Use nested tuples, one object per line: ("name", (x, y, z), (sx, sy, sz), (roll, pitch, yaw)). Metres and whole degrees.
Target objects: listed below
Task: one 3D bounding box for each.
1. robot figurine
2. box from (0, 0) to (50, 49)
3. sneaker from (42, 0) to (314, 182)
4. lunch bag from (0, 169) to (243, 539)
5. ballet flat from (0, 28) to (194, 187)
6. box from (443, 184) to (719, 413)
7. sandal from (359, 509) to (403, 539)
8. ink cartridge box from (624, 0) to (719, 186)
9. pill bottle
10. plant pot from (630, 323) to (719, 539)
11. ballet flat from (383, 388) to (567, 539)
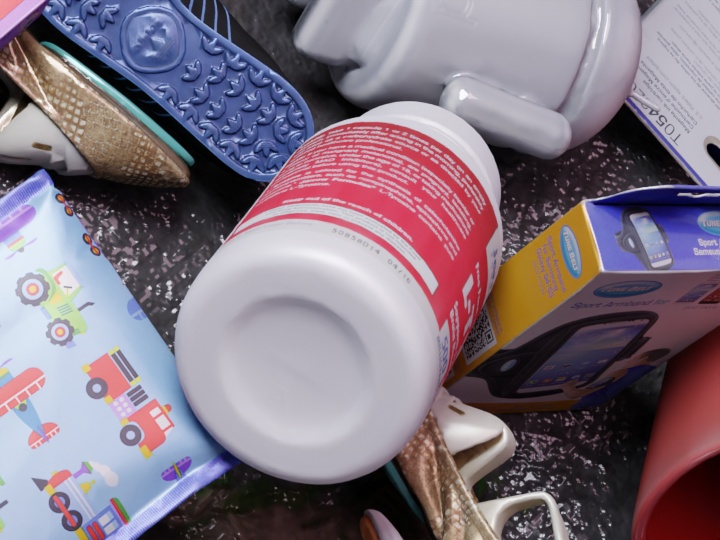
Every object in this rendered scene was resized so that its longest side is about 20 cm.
("robot figurine", (0.061, -0.125, 1.229), (0.199, 0.113, 0.170), (13, 45, -26))
("box", (-0.248, -0.105, 1.028), (0.200, 0.039, 0.137), (-44, 95, -22))
("sneaker", (-0.102, -0.118, 1.147), (0.070, 0.078, 0.200), (-43, 97, -4))
("lunch bag", (-0.177, 0.080, 1.009), (0.200, 0.094, 0.151), (-36, 91, -29))
("ballet flat", (-0.168, -0.090, 1.113), (0.200, 0.070, 0.065), (41, 79, -5))
("box", (0.114, 0.016, 1.140), (0.118, 0.200, 0.042), (-1, 68, -31))
("sandal", (0.013, 0.211, 1.064), (0.059, 0.079, 0.208), (-12, 85, -7))
("ink cartridge box", (0.239, -0.086, 1.370), (0.197, 0.043, 0.200), (48, 55, -3))
("pill bottle", (0.000, 0.000, 1.063), (0.112, 0.112, 0.200), (44, 29, -6))
("plant pot", (0.236, 0.069, 1.208), (0.199, 0.200, 0.178), (26, 47, -19))
("ballet flat", (0.053, 0.109, 1.114), (0.065, 0.071, 0.201), (-30, 71, 1))
